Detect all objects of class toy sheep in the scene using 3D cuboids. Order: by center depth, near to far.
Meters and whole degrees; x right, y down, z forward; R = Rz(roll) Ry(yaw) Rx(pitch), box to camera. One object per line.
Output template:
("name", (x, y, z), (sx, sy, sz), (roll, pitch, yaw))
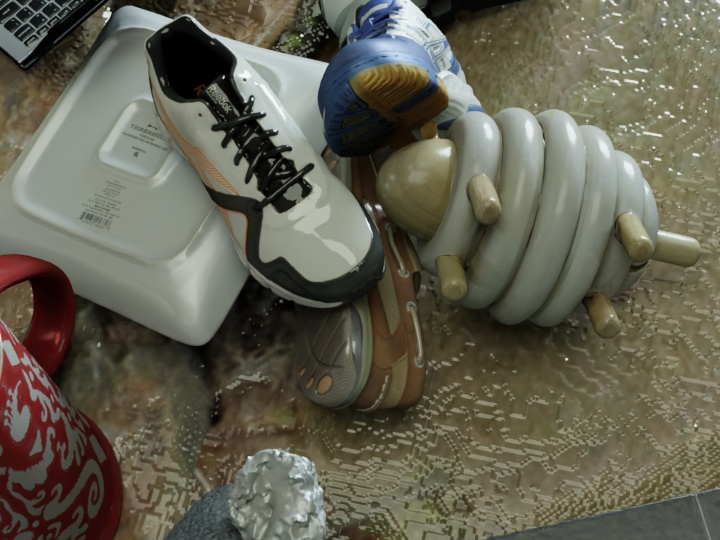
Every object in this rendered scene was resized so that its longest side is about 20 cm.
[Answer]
("toy sheep", (0.103, -0.028, 0.806), (0.198, 0.138, 0.139), (18, 64, -12))

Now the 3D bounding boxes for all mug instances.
("mug", (-0.215, 0.072, 0.737), (0.132, 0.200, 0.179), (-14, 64, -3))

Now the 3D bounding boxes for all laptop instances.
("laptop", (-0.186, -0.238, 0.934), (0.200, 0.116, 0.187), (39, 72, 20))

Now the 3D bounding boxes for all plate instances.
("plate", (-0.128, -0.073, 0.869), (0.198, 0.032, 0.201), (21, 71, 26))

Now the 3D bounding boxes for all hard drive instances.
("hard drive", (0.105, 0.161, 0.707), (0.198, 0.140, 0.038), (-11, 63, -2))

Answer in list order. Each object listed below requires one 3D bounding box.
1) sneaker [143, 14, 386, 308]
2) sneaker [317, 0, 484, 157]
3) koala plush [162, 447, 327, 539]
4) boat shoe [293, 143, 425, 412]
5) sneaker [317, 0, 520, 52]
("sneaker", (-0.061, -0.060, 0.779), (0.074, 0.080, 0.200), (-38, 66, -10))
("sneaker", (0.012, -0.118, 0.819), (0.075, 0.200, 0.089), (-25, 84, 14))
("koala plush", (-0.055, 0.198, 0.692), (0.182, 0.178, 0.202), (5, 63, -9))
("boat shoe", (0.000, 0.000, 0.839), (0.071, 0.076, 0.201), (16, 51, -26))
("sneaker", (0.062, -0.216, 0.930), (0.198, 0.074, 0.089), (-22, 66, -7))
